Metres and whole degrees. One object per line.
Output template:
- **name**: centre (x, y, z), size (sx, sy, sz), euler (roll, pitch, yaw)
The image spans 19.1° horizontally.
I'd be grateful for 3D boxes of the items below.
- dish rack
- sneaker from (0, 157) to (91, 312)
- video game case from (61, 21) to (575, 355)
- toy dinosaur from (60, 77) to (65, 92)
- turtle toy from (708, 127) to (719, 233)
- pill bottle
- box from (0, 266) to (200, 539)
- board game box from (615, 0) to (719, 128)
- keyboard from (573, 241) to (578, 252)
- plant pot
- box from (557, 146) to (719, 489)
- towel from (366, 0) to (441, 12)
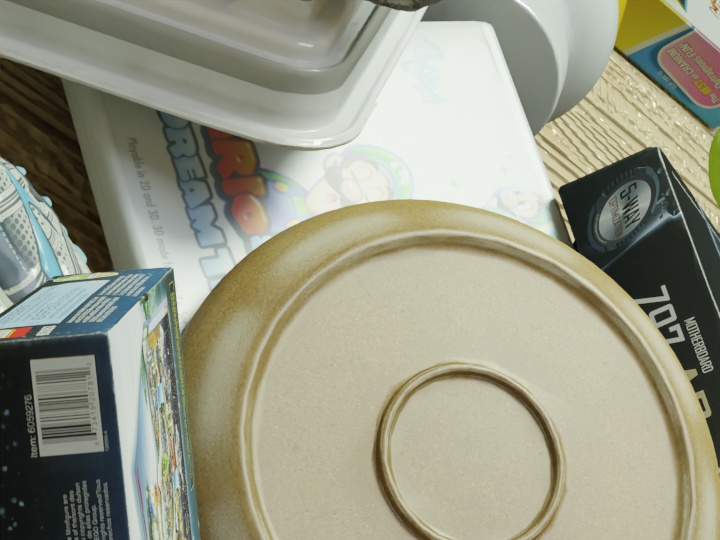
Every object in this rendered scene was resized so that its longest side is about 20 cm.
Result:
- **dish rack**: centre (-0.060, -0.121, 0.782), size (0.171, 0.044, 0.200), euler (18, 29, 5)
- **sneaker**: centre (-0.128, -0.001, 0.676), size (0.201, 0.077, 0.086), euler (66, 23, 2)
- **video game case**: centre (0.000, 0.000, 0.763), size (0.181, 0.024, 0.201), euler (-5, 65, -31)
- **toy dinosaur**: centre (-0.048, -0.004, 0.793), size (0.106, 0.060, 0.201), euler (-22, 74, -38)
- **turtle toy**: centre (0.233, 0.012, 1.075), size (0.200, 0.101, 0.146), euler (53, 34, -6)
- **pill bottle**: centre (0.064, -0.129, 0.955), size (0.112, 0.112, 0.200), euler (47, 30, -14)
- **box**: centre (-0.064, 0.106, 0.556), size (0.137, 0.037, 0.201), euler (-85, 170, -84)
- **board game box**: centre (0.143, -0.192, 1.183), size (0.200, 0.040, 0.154), euler (35, 39, -29)
- **keyboard**: centre (0.077, 0.006, 0.942), size (0.104, 0.040, 0.201), euler (20, 49, -41)
- **plant pot**: centre (0.033, 0.064, 0.695), size (0.199, 0.027, 0.201), euler (7, 67, -17)
- **box**: centre (0.148, 0.062, 0.847), size (0.200, 0.043, 0.161), euler (42, 28, -58)
- **towel**: centre (-0.023, -0.195, 0.734), size (0.199, 0.086, 0.166), euler (25, 56, 9)
